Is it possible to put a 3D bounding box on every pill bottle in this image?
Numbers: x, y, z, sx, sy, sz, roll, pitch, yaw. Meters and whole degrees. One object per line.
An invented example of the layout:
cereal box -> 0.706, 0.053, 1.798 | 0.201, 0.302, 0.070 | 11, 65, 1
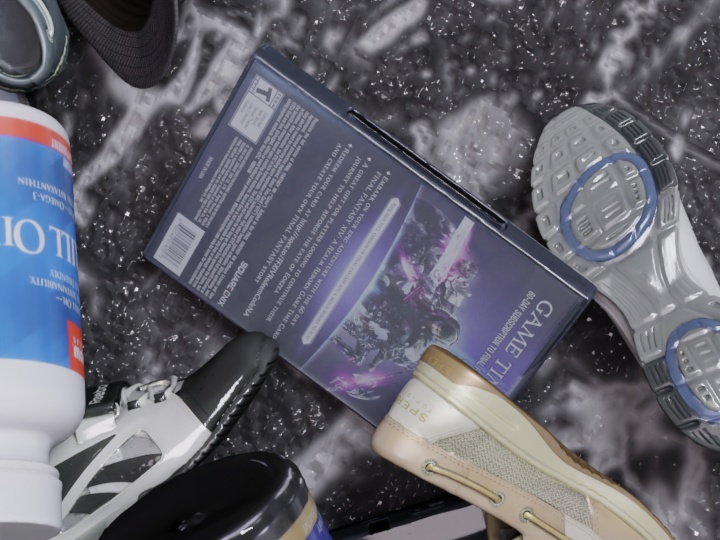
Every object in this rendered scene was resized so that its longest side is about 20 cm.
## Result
pill bottle -> -0.188, 0.029, 0.960 | 0.111, 0.112, 0.201 | -7, 75, 4
pill bottle -> -0.041, 0.197, 0.952 | 0.111, 0.112, 0.201 | -24, 107, 3

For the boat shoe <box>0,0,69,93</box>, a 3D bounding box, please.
boat shoe -> -0.206, -0.175, 0.980 | 0.073, 0.062, 0.201 | -30, 108, 1

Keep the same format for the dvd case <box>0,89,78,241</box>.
dvd case -> -0.262, -0.050, 1.053 | 0.199, 0.018, 0.144 | -18, 88, 3

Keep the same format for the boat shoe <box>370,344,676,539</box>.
boat shoe -> 0.086, 0.116, 0.974 | 0.200, 0.072, 0.065 | 40, 85, -28

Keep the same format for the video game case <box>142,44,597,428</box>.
video game case -> 0.000, 0.000, 0.998 | 0.200, 0.019, 0.143 | 36, 126, 3

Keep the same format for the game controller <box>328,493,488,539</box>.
game controller -> 0.009, 0.181, 1.029 | 0.199, 0.042, 0.105 | -17, 103, 4

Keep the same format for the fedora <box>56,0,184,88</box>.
fedora -> -0.112, -0.199, 0.988 | 0.090, 0.177, 0.200 | -30, 71, -25

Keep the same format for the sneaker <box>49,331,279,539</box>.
sneaker -> -0.131, 0.087, 1.015 | 0.200, 0.074, 0.089 | -43, 89, 2

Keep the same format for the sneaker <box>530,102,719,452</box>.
sneaker -> 0.144, 0.009, 1.000 | 0.074, 0.087, 0.201 | -26, 70, 5
